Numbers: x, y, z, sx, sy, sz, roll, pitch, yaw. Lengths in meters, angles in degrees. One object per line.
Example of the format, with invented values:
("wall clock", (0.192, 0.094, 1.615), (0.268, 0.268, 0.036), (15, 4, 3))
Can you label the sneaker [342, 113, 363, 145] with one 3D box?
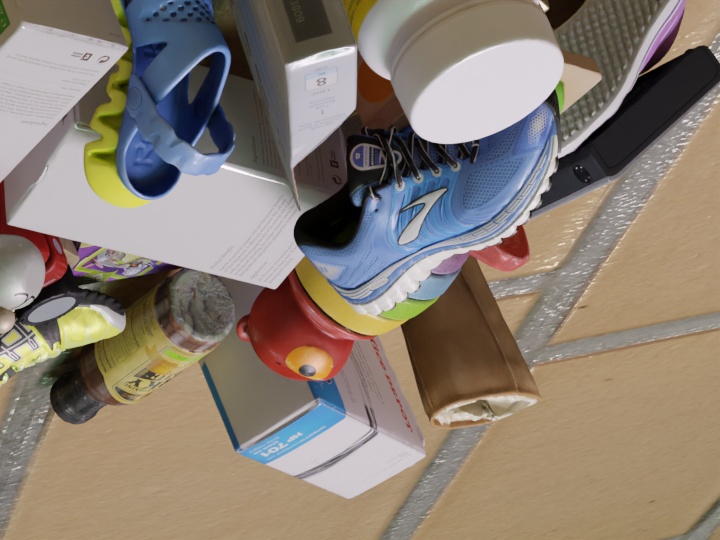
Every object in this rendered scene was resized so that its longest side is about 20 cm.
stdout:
("sneaker", (0.001, -0.048, 1.688), (0.199, 0.071, 0.100), (-24, 135, -7))

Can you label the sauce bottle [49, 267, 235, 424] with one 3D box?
("sauce bottle", (-0.170, 0.063, 1.808), (0.064, 0.065, 0.200), (-2, 158, -38))

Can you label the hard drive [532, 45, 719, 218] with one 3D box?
("hard drive", (0.158, -0.087, 1.719), (0.139, 0.033, 0.200), (-42, -172, -30))

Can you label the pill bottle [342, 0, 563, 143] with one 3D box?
("pill bottle", (0.036, -0.181, 1.377), (0.113, 0.201, 0.115), (-18, 154, -9))

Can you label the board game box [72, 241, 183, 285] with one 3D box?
("board game box", (-0.113, -0.042, 1.714), (0.198, 0.032, 0.120), (-10, 148, -27))

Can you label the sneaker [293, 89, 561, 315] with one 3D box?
("sneaker", (0.038, -0.051, 1.429), (0.089, 0.079, 0.200), (35, 123, -30))

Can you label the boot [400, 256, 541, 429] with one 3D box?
("boot", (0.088, 0.017, 1.796), (0.174, 0.201, 0.066), (-8, 151, -30))

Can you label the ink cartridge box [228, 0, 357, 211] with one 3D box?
("ink cartridge box", (-0.044, -0.147, 1.405), (0.047, 0.161, 0.200), (-17, 158, -6))

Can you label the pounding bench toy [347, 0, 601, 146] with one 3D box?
("pounding bench toy", (0.077, -0.141, 1.539), (0.124, 0.157, 0.199), (-40, 150, 30))

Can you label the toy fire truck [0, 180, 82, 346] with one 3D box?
("toy fire truck", (-0.298, -0.016, 1.530), (0.175, 0.129, 0.200), (-28, 164, 8))

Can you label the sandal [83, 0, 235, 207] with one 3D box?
("sandal", (-0.105, -0.133, 1.387), (0.079, 0.202, 0.087), (-6, -168, -44))

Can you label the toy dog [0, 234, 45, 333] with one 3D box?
("toy dog", (-0.283, 0.030, 1.400), (0.131, 0.097, 0.199), (9, 169, -43))

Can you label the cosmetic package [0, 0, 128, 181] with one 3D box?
("cosmetic package", (-0.235, -0.114, 1.385), (0.084, 0.108, 0.200), (9, 138, -47))

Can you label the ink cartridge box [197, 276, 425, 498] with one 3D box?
("ink cartridge box", (-0.045, 0.083, 1.870), (0.086, 0.147, 0.200), (-31, 153, 13))

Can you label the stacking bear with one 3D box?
("stacking bear", (0.000, 0.000, 1.607), (0.121, 0.114, 0.200), (25, 124, -32))

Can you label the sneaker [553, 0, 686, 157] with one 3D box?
("sneaker", (0.166, -0.136, 1.659), (0.201, 0.073, 0.114), (-48, 164, -10))

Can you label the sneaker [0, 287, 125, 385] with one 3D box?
("sneaker", (-0.262, 0.055, 1.695), (0.198, 0.077, 0.075), (-7, 173, -22))

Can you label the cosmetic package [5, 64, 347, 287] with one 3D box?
("cosmetic package", (-0.118, -0.068, 1.523), (0.199, 0.085, 0.108), (16, 137, -30))
